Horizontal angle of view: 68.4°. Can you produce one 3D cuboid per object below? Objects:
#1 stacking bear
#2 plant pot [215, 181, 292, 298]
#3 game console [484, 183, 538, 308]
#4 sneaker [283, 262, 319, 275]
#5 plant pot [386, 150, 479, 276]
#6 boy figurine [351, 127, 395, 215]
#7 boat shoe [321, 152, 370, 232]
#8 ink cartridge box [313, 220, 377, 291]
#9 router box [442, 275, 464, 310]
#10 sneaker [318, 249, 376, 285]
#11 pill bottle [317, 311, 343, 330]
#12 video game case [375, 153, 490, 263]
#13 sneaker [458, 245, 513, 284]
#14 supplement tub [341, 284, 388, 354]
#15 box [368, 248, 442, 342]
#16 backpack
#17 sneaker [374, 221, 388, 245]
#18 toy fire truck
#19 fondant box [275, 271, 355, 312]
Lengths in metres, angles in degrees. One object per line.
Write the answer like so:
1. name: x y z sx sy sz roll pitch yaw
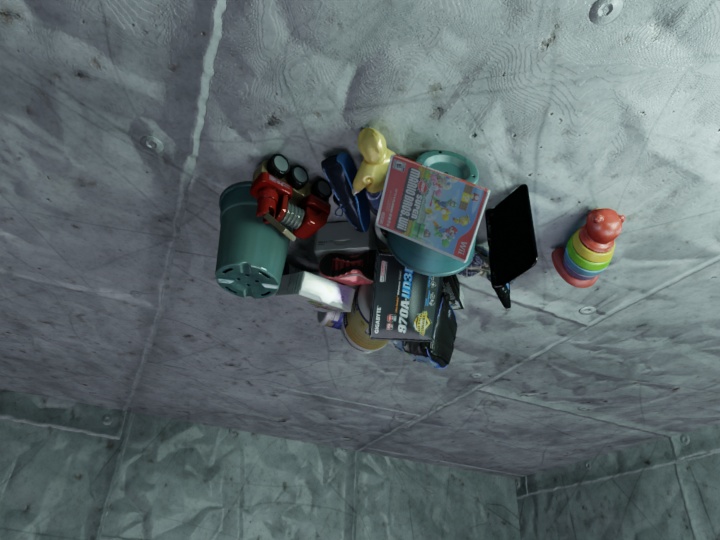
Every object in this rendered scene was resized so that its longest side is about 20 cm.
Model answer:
1. stacking bear: 0.539 -0.063 1.231 0.116 0.117 0.203 3 143 0
2. plant pot: -0.246 -0.058 1.220 0.192 0.202 0.203 3 149 2
3. game console: 0.343 -0.049 1.174 0.113 0.206 0.176 -12 145 25
4. sneaker: -0.176 0.018 1.450 0.104 0.073 0.201 -3 153 16
5. plant pot: 0.159 -0.129 1.089 0.192 0.204 0.192 4 135 -2
6. boy figurine: 0.030 -0.200 1.084 0.122 0.065 0.202 -33 145 -9
7. boat shoe: -0.029 -0.170 1.155 0.066 0.086 0.204 -1 132 22
8. ink cartridge box: -0.027 -0.032 1.346 0.138 0.086 0.202 -3 148 9
9. router box: 0.201 0.048 1.480 0.144 0.053 0.201 -7 146 19
10. sneaker: 0.000 0.000 1.266 0.192 0.077 0.087 4 160 5
11. pill bottle: -0.019 0.120 1.549 0.193 0.123 0.120 15 146 -18
12. video game case: 0.130 -0.116 0.996 0.195 0.017 0.147 23 120 16
13. sneaker: 0.297 -0.025 1.335 0.195 0.085 0.079 25 118 7
14. supplement tub: 0.033 0.118 1.360 0.139 0.149 0.201 12 146 -15
15. box: 0.103 0.057 1.204 0.152 0.046 0.208 4 107 -7
16. backpack: 0.182 0.161 1.445 0.143 0.189 0.200 9 160 31
17. sneaker: 0.130 -0.100 1.238 0.110 0.076 0.196 -31 149 36
18. toy fire truck: -0.143 -0.120 1.107 0.173 0.206 0.127 25 143 -31
19. fondant box: -0.117 0.057 1.324 0.140 0.060 0.198 20 169 -23
